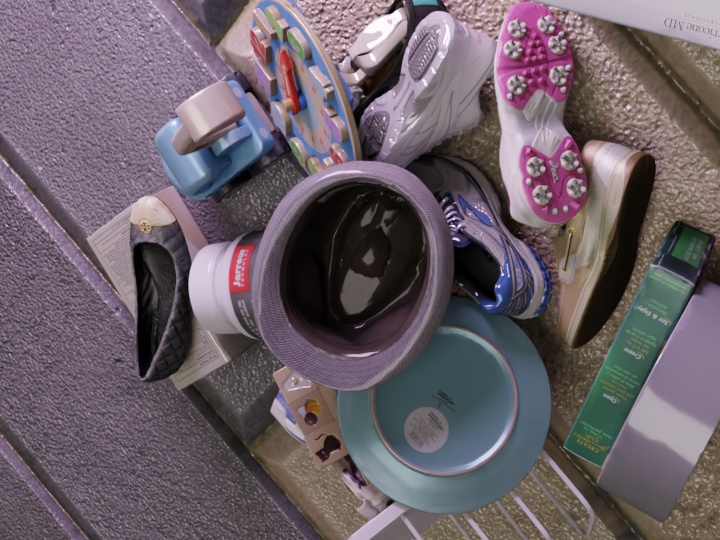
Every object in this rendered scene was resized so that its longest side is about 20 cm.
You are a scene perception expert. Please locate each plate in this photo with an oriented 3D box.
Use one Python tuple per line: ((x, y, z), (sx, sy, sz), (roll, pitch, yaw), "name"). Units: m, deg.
((0.076, 0.119, 1.078), (0.197, 0.026, 0.203), (-1, 76, 3), "plate")

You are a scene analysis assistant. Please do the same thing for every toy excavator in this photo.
((-0.148, -0.128, 1.154), (0.194, 0.200, 0.100), (-32, 93, 34), "toy excavator")

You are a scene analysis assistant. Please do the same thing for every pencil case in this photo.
((0.064, 0.153, 1.136), (0.200, 0.089, 0.078), (-41, 110, -5), "pencil case")

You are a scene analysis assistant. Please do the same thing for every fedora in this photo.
((0.000, 0.000, 1.065), (0.175, 0.090, 0.202), (19, 99, 10), "fedora")

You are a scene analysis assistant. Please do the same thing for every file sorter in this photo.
((0.108, 0.254, 1.122), (0.199, 0.139, 0.125), (-36, 67, -8), "file sorter")

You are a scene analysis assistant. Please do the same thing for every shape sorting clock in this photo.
((-0.054, -0.160, 1.110), (0.201, 0.039, 0.201), (58, 162, 32), "shape sorting clock")

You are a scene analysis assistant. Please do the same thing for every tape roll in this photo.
((0.276, 0.111, 1.009), (0.066, 0.200, 0.202), (27, 120, 17), "tape roll")

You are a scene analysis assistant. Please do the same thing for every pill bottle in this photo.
((-0.072, 0.012, 1.218), (0.198, 0.114, 0.115), (-5, 107, 30), "pill bottle")

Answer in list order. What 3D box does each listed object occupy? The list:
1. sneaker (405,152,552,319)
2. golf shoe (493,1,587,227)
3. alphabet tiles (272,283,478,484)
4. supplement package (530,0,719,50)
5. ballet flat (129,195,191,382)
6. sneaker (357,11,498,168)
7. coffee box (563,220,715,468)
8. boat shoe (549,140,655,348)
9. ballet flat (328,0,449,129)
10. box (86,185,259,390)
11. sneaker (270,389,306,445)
((0.095, -0.037, 1.106), (0.200, 0.085, 0.077), (50, 126, 25), "sneaker")
((0.147, -0.135, 1.052), (0.092, 0.074, 0.203), (141, 126, -73), "golf shoe")
((0.026, 0.094, 1.107), (0.198, 0.006, 0.168), (-28, 81, -3), "alphabet tiles")
((0.227, -0.258, 0.919), (0.198, 0.156, 0.112), (19, 118, 21), "supplement package")
((-0.213, 0.022, 1.241), (0.066, 0.057, 0.203), (6, 110, 23), "ballet flat")
((0.066, -0.140, 1.097), (0.200, 0.098, 0.079), (-53, 38, 39), "sneaker")
((0.250, 0.065, 1.056), (0.044, 0.123, 0.202), (26, 118, 14), "coffee box")
((0.211, -0.025, 1.078), (0.066, 0.074, 0.202), (32, 123, 33), "boat shoe")
((0.001, -0.193, 1.123), (0.200, 0.068, 0.068), (-45, 60, 33), "ballet flat")
((-0.206, 0.020, 1.317), (0.094, 0.078, 0.201), (-28, 94, 33), "box")
((0.015, 0.152, 1.253), (0.198, 0.081, 0.116), (31, 118, 7), "sneaker")
